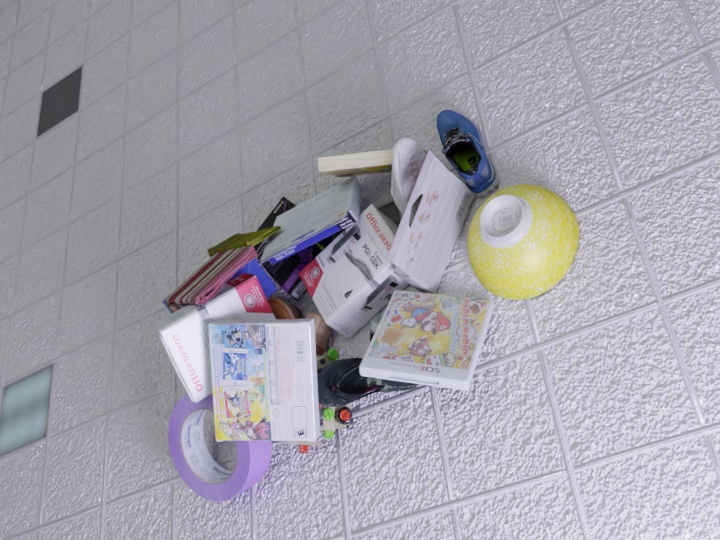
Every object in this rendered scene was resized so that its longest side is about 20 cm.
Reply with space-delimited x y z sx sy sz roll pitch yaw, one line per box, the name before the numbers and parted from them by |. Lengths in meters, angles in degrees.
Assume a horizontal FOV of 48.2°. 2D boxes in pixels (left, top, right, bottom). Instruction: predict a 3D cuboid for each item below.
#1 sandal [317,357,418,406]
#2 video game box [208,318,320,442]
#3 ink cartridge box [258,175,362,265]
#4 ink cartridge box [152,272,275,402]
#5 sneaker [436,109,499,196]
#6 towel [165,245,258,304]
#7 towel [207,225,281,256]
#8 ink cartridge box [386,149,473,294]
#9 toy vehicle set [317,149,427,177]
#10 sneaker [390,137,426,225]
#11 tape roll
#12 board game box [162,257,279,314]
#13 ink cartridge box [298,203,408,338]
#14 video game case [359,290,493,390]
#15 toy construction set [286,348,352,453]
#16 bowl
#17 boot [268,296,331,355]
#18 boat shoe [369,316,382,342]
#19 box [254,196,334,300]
sandal | 0.005 0.179 1.347 0.196 0.048 0.077 -15 85 15
video game box | -0.162 0.185 1.360 0.178 0.047 0.205 -1 96 8
ink cartridge box | -0.091 -0.085 1.541 0.197 0.041 0.201 -26 24 19
ink cartridge box | -0.251 0.117 1.433 0.198 0.148 0.083 -30 17 -20
sneaker | 0.189 -0.234 1.486 0.078 0.089 0.202 -34 52 13
towel | -0.273 0.013 1.463 0.144 0.023 0.199 -45 18 -23
towel | -0.236 -0.061 1.614 0.086 0.018 0.198 -36 16 -29
ink cartridge box | 0.110 -0.082 1.399 0.044 0.175 0.204 15 78 40
toy vehicle set | 0.031 -0.205 1.533 0.195 0.124 0.027 -4 90 18
sneaker | 0.084 -0.154 1.451 0.076 0.202 0.080 -40 45 -22
tape roll | -0.259 0.312 1.475 0.196 0.065 0.205 5 99 31
board game box | -0.277 0.049 1.582 0.159 0.098 0.199 -43 18 -23
ink cartridge box | 0.000 0.000 1.502 0.200 0.083 0.148 -43 49 10
video game case | 0.111 0.108 1.319 0.178 0.023 0.201 5 38 20
toy construction set | -0.075 0.222 1.426 0.128 0.092 0.205 3 83 1
bowl | 0.255 -0.065 1.341 0.197 0.107 0.204 -16 59 27
boot | -0.150 0.143 1.552 0.197 0.076 0.158 19 82 32
boat shoe | 0.104 0.132 1.380 0.197 0.070 0.065 15 107 31
box | -0.145 -0.049 1.662 0.144 0.036 0.199 -52 48 1
